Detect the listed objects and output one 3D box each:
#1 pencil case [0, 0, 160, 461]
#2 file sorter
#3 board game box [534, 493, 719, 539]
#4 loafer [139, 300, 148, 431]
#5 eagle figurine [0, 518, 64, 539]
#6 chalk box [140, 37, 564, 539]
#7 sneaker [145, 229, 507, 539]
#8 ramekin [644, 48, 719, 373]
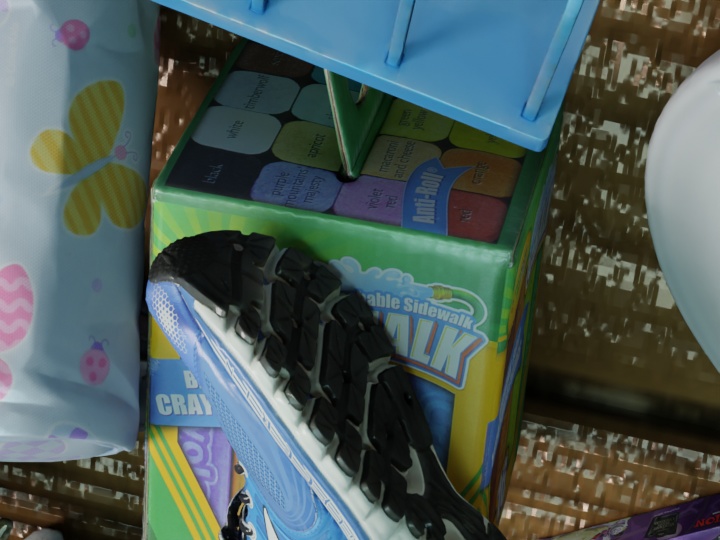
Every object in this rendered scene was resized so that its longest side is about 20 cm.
[{"bbox_3d":[-0.113,-0.032,0.834,0.090,0.083,0.202,-4,80,50],"label":"pencil case"},{"bbox_3d":[-0.007,-0.149,0.733,0.199,0.140,0.123,21,167,1],"label":"file sorter"},{"bbox_3d":[0.158,0.179,0.973,0.119,0.032,0.201,-16,114,27],"label":"board game box"},{"bbox_3d":[-0.144,0.040,0.899,0.199,0.063,0.072,14,131,-31],"label":"loafer"},{"bbox_3d":[-0.099,0.189,0.947,0.199,0.152,0.152,30,159,1],"label":"eagle figurine"},{"bbox_3d":[0.000,0.000,0.852,0.123,0.125,0.201,11,123,8],"label":"chalk box"},{"bbox_3d":[-0.018,0.079,0.785,0.089,0.079,0.201,-21,112,22],"label":"sneaker"},{"bbox_3d":[0.195,-0.012,0.770,0.202,0.094,0.203,35,151,23],"label":"ramekin"}]
